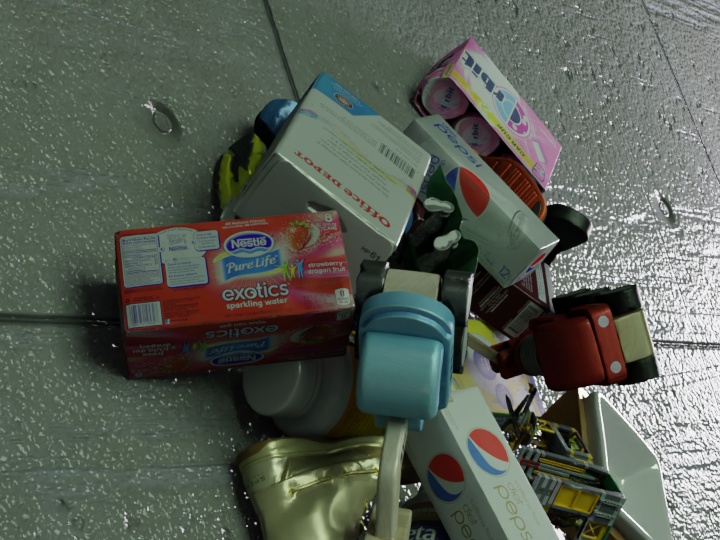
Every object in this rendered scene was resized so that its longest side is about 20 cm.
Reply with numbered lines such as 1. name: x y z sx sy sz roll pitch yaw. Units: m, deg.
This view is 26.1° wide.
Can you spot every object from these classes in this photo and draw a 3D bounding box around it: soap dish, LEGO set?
1. soap dish: 0.270 0.241 1.714 0.200 0.081 0.159 45 34 -44
2. LEGO set: 0.167 0.224 1.549 0.115 0.155 0.201 17 28 -20

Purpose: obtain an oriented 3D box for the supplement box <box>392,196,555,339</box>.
1. supplement box: 0.123 -0.012 1.734 0.199 0.061 0.109 35 26 -17

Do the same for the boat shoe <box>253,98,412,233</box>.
1. boat shoe: -0.027 -0.108 1.643 0.200 0.069 0.084 46 66 -11

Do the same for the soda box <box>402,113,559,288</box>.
1. soda box: 0.119 -0.077 1.684 0.200 0.064 0.068 47 26 12

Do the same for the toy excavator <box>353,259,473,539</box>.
1. toy excavator: 0.031 0.120 1.336 0.099 0.196 0.201 8 48 8

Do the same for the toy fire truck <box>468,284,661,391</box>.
1. toy fire truck: 0.181 0.072 1.605 0.198 0.176 0.130 -16 93 -16

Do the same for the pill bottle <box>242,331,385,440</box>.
1. pill bottle: -0.014 0.112 1.468 0.199 0.109 0.110 16 52 -44

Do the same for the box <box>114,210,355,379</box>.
1. box: -0.110 0.021 1.346 0.198 0.096 0.101 -6 62 -10

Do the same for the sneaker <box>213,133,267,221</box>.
1. sneaker: -0.096 -0.046 1.518 0.084 0.074 0.201 34 41 -31

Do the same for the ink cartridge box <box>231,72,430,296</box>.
1. ink cartridge box: -0.024 -0.083 1.493 0.144 0.085 0.200 37 29 -8

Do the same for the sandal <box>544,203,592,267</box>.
1. sandal: 0.203 -0.029 1.807 0.075 0.200 0.048 29 72 -5

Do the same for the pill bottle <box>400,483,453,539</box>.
1. pill bottle: 0.072 0.278 1.447 0.111 0.111 0.201 45 36 -17

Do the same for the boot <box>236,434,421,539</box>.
1. boot: -0.009 0.230 1.401 0.198 0.073 0.157 5 60 -35

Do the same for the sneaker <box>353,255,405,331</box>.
1. sneaker: 0.000 0.000 1.563 0.077 0.070 0.201 14 32 -33

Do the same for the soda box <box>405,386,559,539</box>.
1. soda box: 0.112 0.208 1.404 0.068 0.064 0.201 -6 60 -46

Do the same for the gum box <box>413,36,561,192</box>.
1. gum box: 0.158 -0.186 1.944 0.200 0.066 0.114 48 34 -14

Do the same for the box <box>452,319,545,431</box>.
1. box: 0.113 0.110 1.683 0.199 0.048 0.118 8 57 -47

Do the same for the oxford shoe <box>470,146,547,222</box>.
1. oxford shoe: 0.156 -0.088 1.795 0.200 0.071 0.073 40 -7 49

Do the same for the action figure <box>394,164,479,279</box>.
1. action figure: 0.062 -0.012 1.598 0.054 0.200 0.119 -6 70 -16
